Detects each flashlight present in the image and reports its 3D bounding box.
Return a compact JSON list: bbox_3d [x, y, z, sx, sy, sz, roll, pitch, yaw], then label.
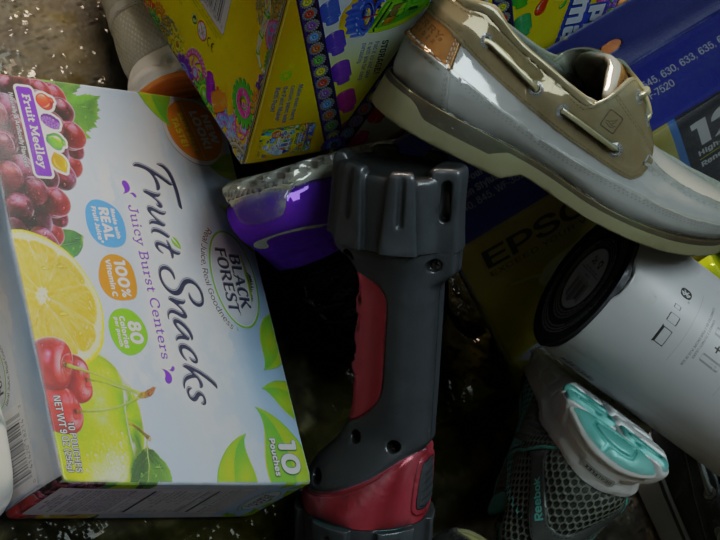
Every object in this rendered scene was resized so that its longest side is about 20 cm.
[{"bbox_3d":[0.005,0.044,1.124,0.067,0.068,0.201,-6,110,-23],"label":"flashlight"}]

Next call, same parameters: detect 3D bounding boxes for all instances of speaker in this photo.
[{"bbox_3d":[0.185,0.059,1.211,0.200,0.081,0.081,35,46,-18],"label":"speaker"}]

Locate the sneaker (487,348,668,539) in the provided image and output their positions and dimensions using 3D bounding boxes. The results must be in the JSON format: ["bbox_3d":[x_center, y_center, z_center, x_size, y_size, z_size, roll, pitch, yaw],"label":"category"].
[{"bbox_3d":[0.096,0.098,1.222,0.077,0.091,0.200,36,6,0],"label":"sneaker"}]

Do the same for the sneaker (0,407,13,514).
[{"bbox_3d":[-0.192,0.012,1.031,0.073,0.085,0.201,-19,80,-48],"label":"sneaker"}]

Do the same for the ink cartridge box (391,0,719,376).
[{"bbox_3d":[0.131,-0.051,1.225,0.047,0.197,0.200,59,1,29],"label":"ink cartridge box"}]

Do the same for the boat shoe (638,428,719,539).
[{"bbox_3d":[0.217,0.156,1.322,0.072,0.068,0.201,-13,74,-46],"label":"boat shoe"}]

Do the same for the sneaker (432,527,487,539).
[{"bbox_3d":[0.097,0.201,1.195,0.200,0.077,0.089,55,32,-11],"label":"sneaker"}]

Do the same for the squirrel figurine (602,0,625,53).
[{"bbox_3d":[0.149,-0.167,1.373,0.141,0.186,0.201,-15,75,-46],"label":"squirrel figurine"}]

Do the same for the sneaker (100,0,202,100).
[{"bbox_3d":[-0.047,-0.129,1.261,0.199,0.076,0.092,-6,65,-45],"label":"sneaker"}]

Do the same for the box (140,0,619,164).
[{"bbox_3d":[-0.003,-0.173,1.179,0.192,0.122,0.200,-11,50,-29],"label":"box"}]

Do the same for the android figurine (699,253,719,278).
[{"bbox_3d":[0.227,0.059,1.363,0.201,0.041,0.182,64,13,26],"label":"android figurine"}]

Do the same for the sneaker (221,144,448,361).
[{"bbox_3d":[0.001,0.000,1.189,0.200,0.069,0.100,10,67,-67],"label":"sneaker"}]

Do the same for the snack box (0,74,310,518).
[{"bbox_3d":[-0.111,0.013,1.125,0.142,0.053,0.201,5,62,-43],"label":"snack box"}]

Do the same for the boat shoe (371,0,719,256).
[{"bbox_3d":[0.104,-0.066,1.124,0.199,0.069,0.075,21,15,-31],"label":"boat shoe"}]
